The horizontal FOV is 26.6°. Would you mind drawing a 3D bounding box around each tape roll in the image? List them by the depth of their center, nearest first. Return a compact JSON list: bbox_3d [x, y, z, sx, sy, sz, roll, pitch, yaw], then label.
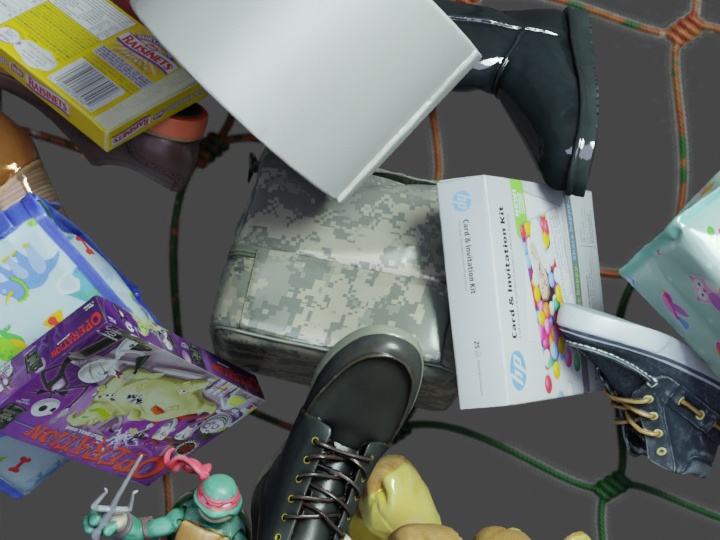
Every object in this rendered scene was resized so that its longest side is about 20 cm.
[{"bbox_3d":[-0.036,-0.163,1.022,0.203,0.203,0.139,43,96,3],"label":"tape roll"}]

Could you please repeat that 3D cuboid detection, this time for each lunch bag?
[{"bbox_3d":[0.314,-0.011,1.059,0.200,0.122,0.170,-37,81,-23],"label":"lunch bag"},{"bbox_3d":[-0.249,0.047,1.089,0.170,0.200,0.128,-38,57,-1],"label":"lunch bag"},{"bbox_3d":[0.000,0.000,1.123,0.199,0.139,0.168,11,74,2],"label":"lunch bag"}]

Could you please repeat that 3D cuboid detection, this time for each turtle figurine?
[{"bbox_3d":[-0.120,0.215,1.103,0.149,0.101,0.200,26,126,17],"label":"turtle figurine"}]

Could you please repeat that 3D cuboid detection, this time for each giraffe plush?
[{"bbox_3d":[0.084,0.236,1.108,0.162,0.173,0.200,-4,56,-22],"label":"giraffe plush"}]

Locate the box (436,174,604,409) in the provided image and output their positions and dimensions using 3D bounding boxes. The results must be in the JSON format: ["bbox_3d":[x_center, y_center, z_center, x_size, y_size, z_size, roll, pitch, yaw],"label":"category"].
[{"bbox_3d":[0.122,0.015,1.093,0.041,0.200,0.156,-8,85,30],"label":"box"}]

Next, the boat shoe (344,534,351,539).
[{"bbox_3d":[-0.034,0.279,1.110,0.069,0.071,0.200,32,120,11],"label":"boat shoe"}]

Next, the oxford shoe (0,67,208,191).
[{"bbox_3d":[-0.216,-0.119,1.170,0.200,0.071,0.073,23,116,15],"label":"oxford shoe"}]

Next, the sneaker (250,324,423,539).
[{"bbox_3d":[-0.014,0.136,1.029,0.075,0.106,0.200,22,121,-13],"label":"sneaker"}]

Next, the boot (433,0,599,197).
[{"bbox_3d":[0.088,-0.134,1.125,0.168,0.077,0.200,4,45,0],"label":"boot"}]

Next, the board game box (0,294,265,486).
[{"bbox_3d":[-0.166,0.089,1.064,0.120,0.200,0.032,-33,59,15],"label":"board game box"}]

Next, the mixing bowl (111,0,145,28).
[{"bbox_3d":[-0.105,-0.248,1.156,0.199,0.108,0.201,0,87,0],"label":"mixing bowl"}]

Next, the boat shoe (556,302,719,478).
[{"bbox_3d":[0.208,0.092,1.109,0.200,0.071,0.091,23,89,-35],"label":"boat shoe"}]

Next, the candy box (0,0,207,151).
[{"bbox_3d":[-0.218,-0.170,1.138,0.200,0.026,0.102,38,50,23],"label":"candy box"}]

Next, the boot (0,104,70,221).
[{"bbox_3d":[-0.342,-0.053,1.166,0.200,0.074,0.155,-33,89,-14],"label":"boot"}]
